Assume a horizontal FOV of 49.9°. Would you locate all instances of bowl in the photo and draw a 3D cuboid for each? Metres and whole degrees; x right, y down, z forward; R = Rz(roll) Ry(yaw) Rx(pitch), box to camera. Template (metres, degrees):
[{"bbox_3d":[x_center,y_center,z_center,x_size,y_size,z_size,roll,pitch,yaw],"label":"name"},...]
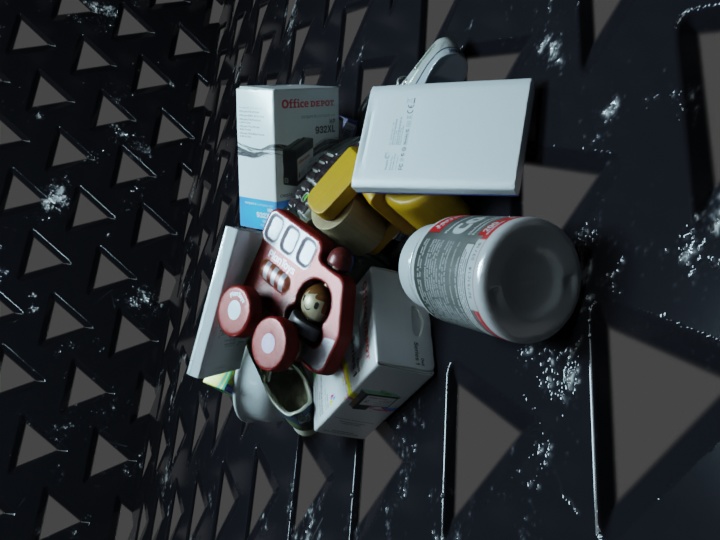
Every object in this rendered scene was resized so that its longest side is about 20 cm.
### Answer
[{"bbox_3d":[-0.114,0.163,1.249,0.202,0.089,0.204,-52,-29,-44],"label":"bowl"}]

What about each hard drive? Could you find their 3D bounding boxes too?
[{"bbox_3d":[0.093,-0.152,0.887,0.197,0.025,0.134,4,73,28],"label":"hard drive"},{"bbox_3d":[-0.176,0.043,1.073,0.132,0.026,0.203,3,-76,-74],"label":"hard drive"}]

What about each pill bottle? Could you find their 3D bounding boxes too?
[{"bbox_3d":[0.119,0.002,0.783,0.199,0.112,0.116,-168,92,-68],"label":"pill bottle"}]

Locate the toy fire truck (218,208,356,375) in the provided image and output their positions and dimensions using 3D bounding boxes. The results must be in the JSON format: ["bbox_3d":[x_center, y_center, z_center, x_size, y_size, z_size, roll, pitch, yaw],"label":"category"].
[{"bbox_3d":[-0.080,0.031,0.986,0.199,0.111,0.170,35,106,39],"label":"toy fire truck"}]

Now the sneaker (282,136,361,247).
[{"bbox_3d":[-0.036,-0.088,1.114,0.200,0.115,0.076,-48,39,-1],"label":"sneaker"}]

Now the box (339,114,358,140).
[{"bbox_3d":[-0.077,-0.234,1.411,0.199,0.032,0.123,29,106,37],"label":"box"}]

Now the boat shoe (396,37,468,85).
[{"bbox_3d":[0.075,-0.242,1.097,0.203,0.074,0.087,-57,29,35],"label":"boat shoe"}]

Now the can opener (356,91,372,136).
[{"bbox_3d":[0.003,-0.190,1.252,0.054,0.066,0.202,-118,46,-59],"label":"can opener"}]

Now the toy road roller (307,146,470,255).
[{"bbox_3d":[0.046,-0.089,0.968,0.200,0.122,0.147,-45,46,10],"label":"toy road roller"}]

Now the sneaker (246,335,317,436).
[{"bbox_3d":[-0.115,0.138,1.110,0.202,0.066,0.090,58,174,23],"label":"sneaker"}]

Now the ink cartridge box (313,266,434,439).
[{"bbox_3d":[0.010,0.112,1.028,0.200,0.083,0.147,128,147,-46],"label":"ink cartridge box"}]

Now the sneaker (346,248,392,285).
[{"bbox_3d":[0.000,0.000,1.163,0.100,0.070,0.200,-54,8,-1],"label":"sneaker"}]

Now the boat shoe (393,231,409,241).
[{"bbox_3d":[0.028,-0.125,1.147,0.202,0.069,0.071,-98,30,-43],"label":"boat shoe"}]

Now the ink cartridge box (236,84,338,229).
[{"bbox_3d":[-0.105,-0.171,1.155,0.083,0.144,0.204,12,109,38],"label":"ink cartridge box"}]

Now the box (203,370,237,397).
[{"bbox_3d":[-0.171,0.106,1.248,0.117,0.048,0.203,51,-124,-64],"label":"box"}]

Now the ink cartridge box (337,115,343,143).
[{"bbox_3d":[-0.058,-0.174,1.291,0.198,0.046,0.203,-133,48,-57],"label":"ink cartridge box"}]
